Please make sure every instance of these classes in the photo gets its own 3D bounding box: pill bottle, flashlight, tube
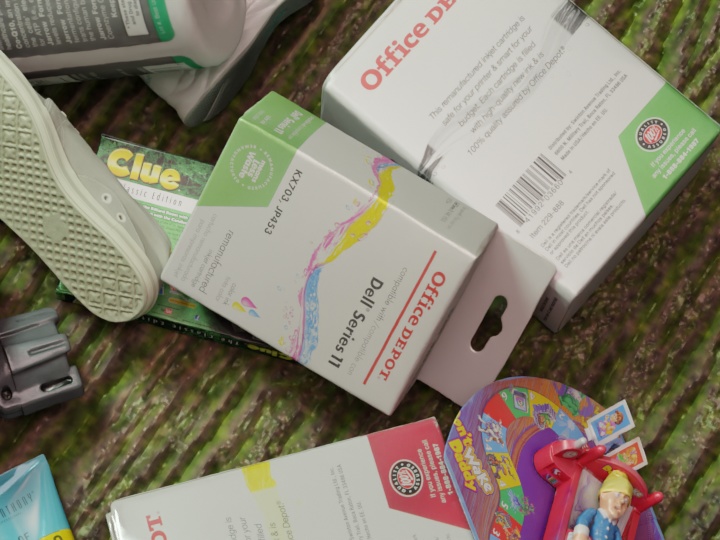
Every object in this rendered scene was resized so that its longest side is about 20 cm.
[{"bbox_3d":[-0.177,-0.168,1.647,0.198,0.113,0.114,-4,73,18],"label":"pill bottle"},{"bbox_3d":[-0.268,0.071,1.627,0.199,0.068,0.068,-19,102,-13],"label":"flashlight"},{"bbox_3d":[-0.176,0.209,1.602,0.077,0.050,0.201,-23,72,-19],"label":"tube"}]

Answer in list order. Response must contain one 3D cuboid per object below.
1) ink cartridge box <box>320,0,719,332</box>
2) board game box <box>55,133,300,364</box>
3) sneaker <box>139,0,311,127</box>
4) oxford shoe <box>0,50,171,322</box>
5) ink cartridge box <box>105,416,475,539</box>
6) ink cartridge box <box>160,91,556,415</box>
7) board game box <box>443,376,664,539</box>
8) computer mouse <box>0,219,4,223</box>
[{"bbox_3d":[0.093,-0.087,1.682,0.200,0.084,0.146,41,76,8],"label":"ink cartridge box"},{"bbox_3d":[-0.075,-0.007,1.680,0.199,0.023,0.106,16,76,0],"label":"board game box"},{"bbox_3d":[-0.067,-0.185,1.709,0.080,0.070,0.200,39,76,11],"label":"sneaker"},{"bbox_3d":[-0.182,-0.059,1.629,0.200,0.075,0.058,51,35,-6],"label":"oxford shoe"},{"bbox_3d":[-0.033,0.185,1.585,0.198,0.084,0.146,-13,64,-7],"label":"ink cartridge box"},{"bbox_3d":[0.000,0.000,1.611,0.199,0.067,0.118,30,112,5],"label":"ink cartridge box"},{"bbox_3d":[0.133,0.146,1.593,0.157,0.039,0.201,-5,68,-45],"label":"board game box"},{"bbox_3d":[-0.250,0.003,1.622,0.109,0.044,0.201,11,42,-6],"label":"computer mouse"}]
